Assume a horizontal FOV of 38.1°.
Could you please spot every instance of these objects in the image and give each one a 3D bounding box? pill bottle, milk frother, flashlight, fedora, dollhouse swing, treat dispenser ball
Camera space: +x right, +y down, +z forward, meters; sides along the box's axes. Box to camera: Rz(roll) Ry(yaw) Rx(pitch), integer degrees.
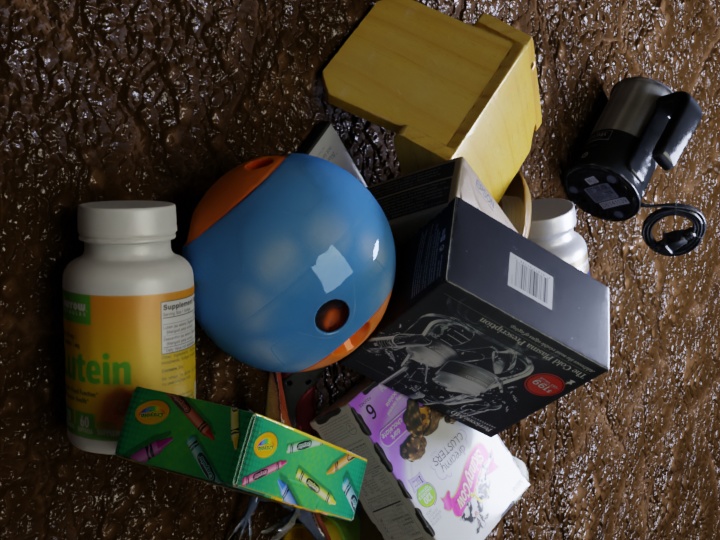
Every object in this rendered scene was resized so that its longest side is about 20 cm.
[{"bbox_3d":[0.253,0.012,1.410,0.115,0.115,0.202,-31,118,-42],"label":"pill bottle"},{"bbox_3d":[0.431,-0.150,1.543,0.189,0.179,0.201,-57,130,-26],"label":"milk frother"},{"bbox_3d":[-0.055,0.145,1.105,0.068,0.067,0.203,-8,101,-43],"label":"flashlight"},{"bbox_3d":[0.132,-0.036,1.249,0.081,0.200,0.203,16,82,-12],"label":"fedora"},{"bbox_3d":[0.077,-0.175,1.164,0.201,0.174,0.183,-56,148,-28],"label":"dollhouse swing"},{"bbox_3d":[-0.066,-0.007,0.967,0.200,0.199,0.204,-10,103,-48],"label":"treat dispenser ball"},{"bbox_3d":[-0.197,0.044,0.890,0.110,0.110,0.203,-9,102,-48],"label":"pill bottle"}]

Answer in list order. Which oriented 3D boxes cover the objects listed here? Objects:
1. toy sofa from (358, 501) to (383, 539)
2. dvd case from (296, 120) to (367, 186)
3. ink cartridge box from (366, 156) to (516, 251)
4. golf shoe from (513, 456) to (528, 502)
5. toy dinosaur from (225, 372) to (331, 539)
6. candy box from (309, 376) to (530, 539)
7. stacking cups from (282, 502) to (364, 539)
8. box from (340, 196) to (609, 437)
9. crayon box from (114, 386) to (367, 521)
[{"bbox_3d":[0.040,0.316,1.120,0.097,0.082,0.202,31,47,-34],"label":"toy sofa"},{"bbox_3d":[-0.029,-0.041,1.145,0.143,0.017,0.201,-57,134,-28],"label":"dvd case"},{"bbox_3d":[0.082,-0.011,1.106,0.200,0.163,0.076,48,41,-38],"label":"ink cartridge box"},{"bbox_3d":[0.154,0.268,1.367,0.199,0.078,0.098,-20,104,-48],"label":"golf shoe"},{"bbox_3d":[-0.065,0.212,1.044,0.181,0.105,0.201,41,79,-28],"label":"toy dinosaur"},{"bbox_3d":[0.067,0.194,1.097,0.167,0.071,0.201,-34,91,-48],"label":"candy box"},{"bbox_3d":[0.000,0.292,1.197,0.199,0.060,0.061,-9,102,-49],"label":"stacking cups"},{"bbox_3d":[0.113,0.054,1.034,0.199,0.182,0.105,28,49,-20],"label":"box"},{"bbox_3d":[-0.091,0.154,0.862,0.200,0.118,0.059,37,65,-57],"label":"crayon box"}]
